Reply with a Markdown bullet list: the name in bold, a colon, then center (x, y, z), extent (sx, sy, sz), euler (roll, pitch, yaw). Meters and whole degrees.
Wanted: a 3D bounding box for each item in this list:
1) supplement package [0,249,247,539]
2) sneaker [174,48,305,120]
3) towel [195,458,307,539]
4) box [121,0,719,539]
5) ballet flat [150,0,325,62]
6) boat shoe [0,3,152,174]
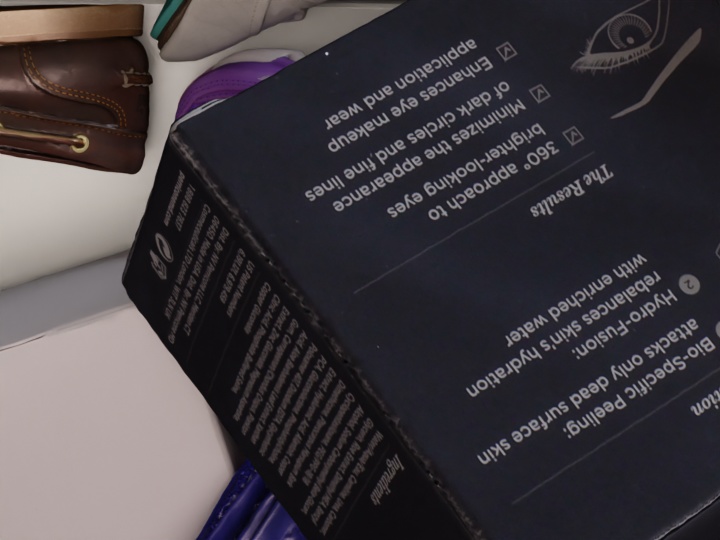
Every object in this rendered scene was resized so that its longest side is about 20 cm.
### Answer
- **supplement package**: center (-0.094, 0.106, 1.088), extent (0.121, 0.120, 0.201), euler (-17, 101, 1)
- **sneaker**: center (0.000, 0.000, 1.062), extent (0.200, 0.088, 0.081), euler (45, 129, 11)
- **towel**: center (0.012, 0.155, 1.037), extent (0.200, 0.049, 0.148), euler (41, 76, -25)
- **box**: center (0.059, 0.011, 0.962), extent (0.196, 0.118, 0.200), euler (-30, 74, -26)
- **ballet flat**: center (-0.015, -0.138, 1.036), extent (0.069, 0.070, 0.200), euler (26, 128, -6)
- **boat shoe**: center (-0.178, -0.064, 1.078), extent (0.199, 0.070, 0.071), euler (0, 97, -2)
